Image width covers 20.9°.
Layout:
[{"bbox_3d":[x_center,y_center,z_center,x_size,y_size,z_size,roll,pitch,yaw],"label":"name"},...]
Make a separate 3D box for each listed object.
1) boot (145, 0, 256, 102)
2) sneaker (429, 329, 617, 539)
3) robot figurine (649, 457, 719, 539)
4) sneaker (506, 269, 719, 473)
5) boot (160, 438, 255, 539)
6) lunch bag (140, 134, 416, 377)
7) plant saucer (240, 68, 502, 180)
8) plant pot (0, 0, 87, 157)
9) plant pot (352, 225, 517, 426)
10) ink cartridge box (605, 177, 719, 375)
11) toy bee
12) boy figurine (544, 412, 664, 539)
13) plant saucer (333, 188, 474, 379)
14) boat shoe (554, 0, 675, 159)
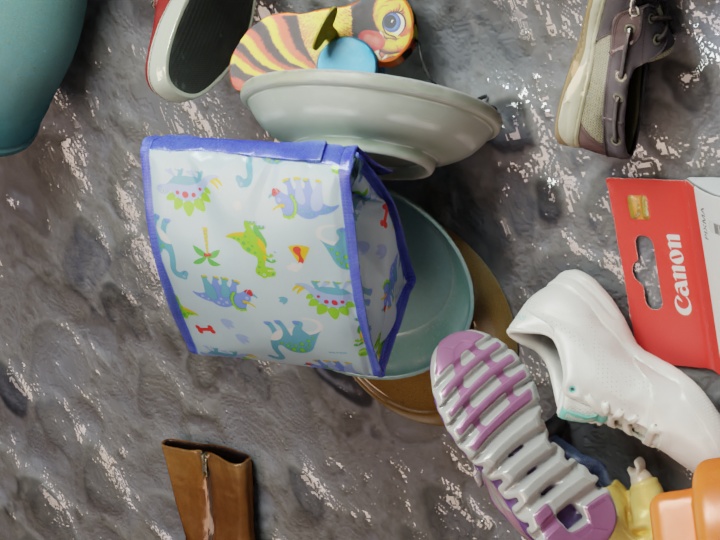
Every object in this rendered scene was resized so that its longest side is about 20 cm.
[{"bbox_3d":[-0.155,-0.222,1.566,0.144,0.200,0.072,0,154,40],"label":"boot"},{"bbox_3d":[0.114,0.140,1.519,0.200,0.080,0.088,56,165,0],"label":"sneaker"},{"bbox_3d":[0.313,0.185,1.406,0.200,0.117,0.144,-10,122,15],"label":"robot figurine"},{"bbox_3d":[0.194,0.097,1.490,0.200,0.088,0.075,46,154,15],"label":"sneaker"},{"bbox_3d":[-0.174,0.262,1.914,0.188,0.068,0.200,6,116,38],"label":"boot"},{"bbox_3d":[-0.063,-0.027,1.468,0.170,0.127,0.200,4,143,19],"label":"lunch bag"},{"bbox_3d":[0.006,-0.103,1.475,0.200,0.200,0.050,0,80,40],"label":"plant saucer"},{"bbox_3d":[-0.326,-0.235,1.693,0.200,0.200,0.188,45,119,12],"label":"plant pot"},{"bbox_3d":[0.041,0.047,1.644,0.200,0.027,0.200,20,125,32],"label":"plant pot"},{"bbox_3d":[0.268,0.013,1.423,0.200,0.050,0.161,3,115,37],"label":"ink cartridge box"},{"bbox_3d":[0.002,-0.182,1.512,0.131,0.200,0.109,-179,94,-76],"label":"toy bee"},{"bbox_3d":[0.211,0.200,1.562,0.200,0.064,0.124,38,132,17],"label":"boy figurine"},{"bbox_3d":[0.000,0.000,1.577,0.200,0.036,0.200,11,129,13],"label":"plant saucer"},{"bbox_3d":[0.191,-0.168,1.375,0.065,0.072,0.200,23,123,14],"label":"boat shoe"}]
